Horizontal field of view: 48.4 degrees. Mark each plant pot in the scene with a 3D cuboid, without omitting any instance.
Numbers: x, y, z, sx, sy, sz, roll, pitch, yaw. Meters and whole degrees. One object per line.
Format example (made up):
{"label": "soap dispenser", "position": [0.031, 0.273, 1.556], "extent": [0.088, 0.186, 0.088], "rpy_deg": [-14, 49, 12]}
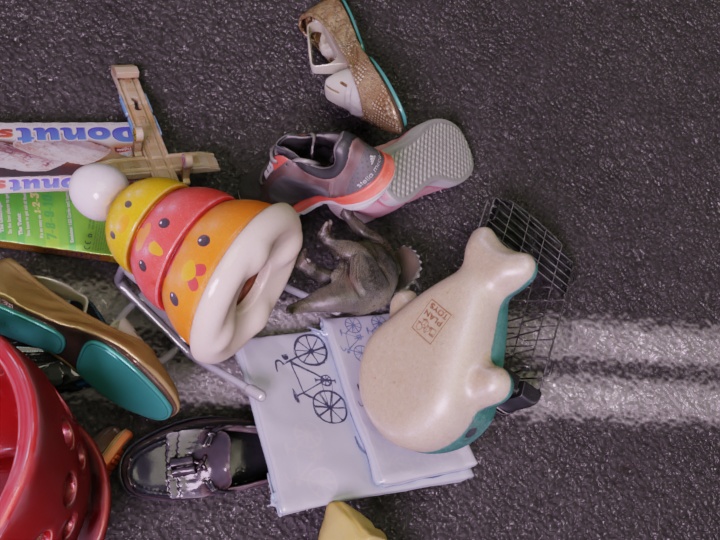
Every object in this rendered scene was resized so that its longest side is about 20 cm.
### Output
{"label": "plant pot", "position": [-0.284, 0.154, 0.563], "extent": [0.199, 0.183, 0.201], "rpy_deg": [-3, 63, 5]}

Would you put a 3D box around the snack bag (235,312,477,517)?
{"label": "snack bag", "position": [-0.010, 0.122, 0.750], "extent": [0.199, 0.021, 0.189], "rpy_deg": [-4, 52, -24]}

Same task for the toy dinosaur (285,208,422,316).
{"label": "toy dinosaur", "position": [0.000, 0.000, 0.752], "extent": [0.102, 0.077, 0.200], "rpy_deg": [38, 25, 7]}

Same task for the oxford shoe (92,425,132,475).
{"label": "oxford shoe", "position": [-0.284, 0.193, 0.675], "extent": [0.200, 0.071, 0.073], "rpy_deg": [-41, 83, -22]}

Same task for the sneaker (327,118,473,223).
{"label": "sneaker", "position": [0.037, -0.104, 0.853], "extent": [0.200, 0.104, 0.076], "rpy_deg": [-30, 100, -51]}

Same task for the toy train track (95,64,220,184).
{"label": "toy train track", "position": [-0.204, -0.139, 0.771], "extent": [0.114, 0.033, 0.200], "rpy_deg": [-10, 54, -28]}

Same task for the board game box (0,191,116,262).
{"label": "board game box", "position": [-0.317, -0.067, 0.761], "extent": [0.199, 0.030, 0.096], "rpy_deg": [9, 70, -16]}

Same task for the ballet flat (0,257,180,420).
{"label": "ballet flat", "position": [-0.231, 0.052, 0.675], "extent": [0.200, 0.069, 0.063], "rpy_deg": [33, 42, -12]}

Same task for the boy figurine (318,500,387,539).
{"label": "boy figurine", "position": [-0.003, 0.289, 0.684], "extent": [0.124, 0.064, 0.201], "rpy_deg": [-7, 109, -31]}

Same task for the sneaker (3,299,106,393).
{"label": "sneaker", "position": [-0.318, 0.082, 0.700], "extent": [0.199, 0.073, 0.082], "rpy_deg": [-15, 76, -30]}

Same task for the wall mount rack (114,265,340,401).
{"label": "wall mount rack", "position": [-0.125, 0.026, 0.753], "extent": [0.174, 0.075, 0.200], "rpy_deg": [45, 59, -5]}

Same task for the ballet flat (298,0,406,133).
{"label": "ballet flat", "position": [-0.016, -0.212, 0.855], "extent": [0.065, 0.071, 0.200], "rpy_deg": [-20, 57, -8]}

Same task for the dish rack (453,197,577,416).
{"label": "dish rack", "position": [0.149, 0.032, 0.832], "extent": [0.153, 0.054, 0.201], "rpy_deg": [36, 61, -26]}

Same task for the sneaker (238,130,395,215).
{"label": "sneaker", "position": [-0.058, -0.102, 0.757], "extent": [0.082, 0.200, 0.077], "rpy_deg": [42, 59, -36]}

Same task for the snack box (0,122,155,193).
{"label": "snack box", "position": [-0.298, -0.106, 0.748], "extent": [0.199, 0.024, 0.072], "rpy_deg": [-5, 53, -24]}

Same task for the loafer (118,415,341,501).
{"label": "loafer", "position": [-0.111, 0.164, 0.718], "extent": [0.199, 0.063, 0.072], "rpy_deg": [-1, 81, -27]}

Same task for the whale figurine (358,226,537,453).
{"label": "whale figurine", "position": [0.087, 0.066, 0.701], "extent": [0.104, 0.159, 0.200], "rpy_deg": [24, 100, -42]}

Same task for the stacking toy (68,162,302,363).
{"label": "stacking toy", "position": [-0.162, -0.027, 0.669], "extent": [0.200, 0.146, 0.146], "rpy_deg": [28, 68, 11]}
